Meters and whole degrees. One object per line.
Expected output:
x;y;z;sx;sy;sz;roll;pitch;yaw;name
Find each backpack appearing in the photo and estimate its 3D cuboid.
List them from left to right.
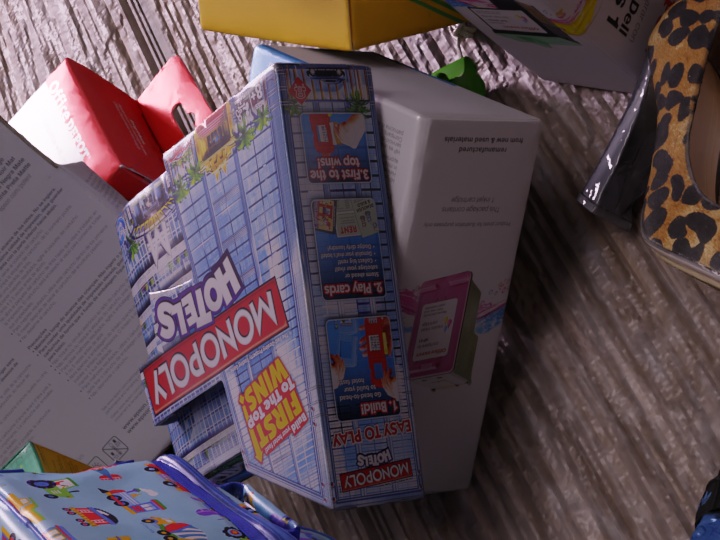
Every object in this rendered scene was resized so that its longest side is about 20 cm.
-0.069;0.164;0.967;0.182;0.199;0.136;31;117;58;backpack

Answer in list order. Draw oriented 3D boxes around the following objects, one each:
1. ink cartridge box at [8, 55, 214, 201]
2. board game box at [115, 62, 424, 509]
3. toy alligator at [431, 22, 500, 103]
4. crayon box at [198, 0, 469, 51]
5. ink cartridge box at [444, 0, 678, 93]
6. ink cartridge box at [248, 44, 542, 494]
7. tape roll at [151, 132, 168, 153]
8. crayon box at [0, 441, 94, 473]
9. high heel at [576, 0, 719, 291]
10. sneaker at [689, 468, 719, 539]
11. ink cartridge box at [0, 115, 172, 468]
-0.176;-0.042;1.290;0.200;0.067;0.116;-46;45;13;ink cartridge box
-0.047;0.033;1.043;0.200;0.061;0.201;-34;66;47;board game box
0.049;-0.078;1.164;0.059;0.054;0.201;-23;55;32;toy alligator
0.001;-0.160;1.156;0.125;0.199;0.052;14;115;46;crayon box
0.095;-0.197;1.080;0.084;0.200;0.146;14;78;42;ink cartridge box
0.000;0.000;1.098;0.144;0.084;0.202;28;112;47;ink cartridge box
-0.174;0.004;1.340;0.202;0.037;0.204;-21;55;33;tape roll
-0.125;0.194;1.133;0.058;0.119;0.201;-44;45;16;crayon box
0.188;-0.063;1.012;0.143;0.071;0.200;-62;34;7;high heel
0.139;0.136;0.914;0.198;0.077;0.112;-2;59;11;sneaker
-0.189;0.041;1.228;0.200;0.200;0.041;-46;12;13;ink cartridge box
